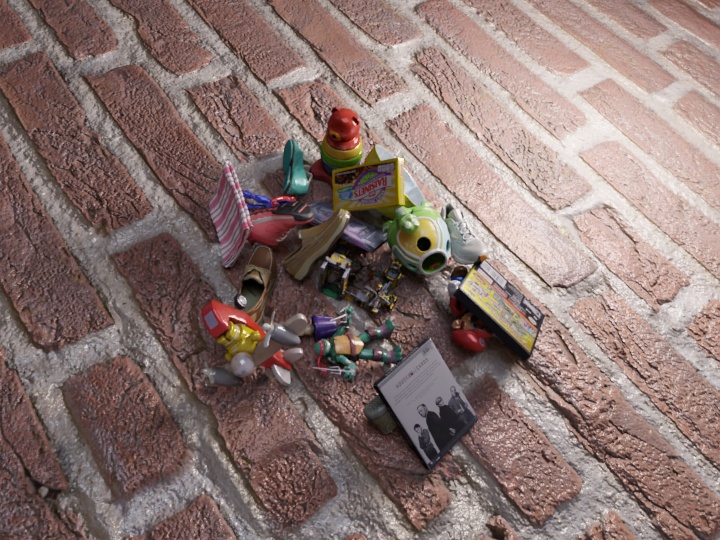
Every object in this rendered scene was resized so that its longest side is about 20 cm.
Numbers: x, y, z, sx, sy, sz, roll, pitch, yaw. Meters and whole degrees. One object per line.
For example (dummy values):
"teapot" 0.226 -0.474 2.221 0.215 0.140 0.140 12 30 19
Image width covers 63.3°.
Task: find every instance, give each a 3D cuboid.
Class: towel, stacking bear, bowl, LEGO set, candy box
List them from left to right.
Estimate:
"towel" -0.295 -0.126 1.297 0.030 0.146 0.200 -2 55 -34
"stacking bear" -0.046 -0.303 1.412 0.121 0.200 0.114 35 60 14
"LEGO set" 0.000 0.000 1.275 0.200 0.116 0.154 32 59 12
"candy box" 0.015 -0.187 1.308 0.026 0.199 0.103 -5 92 -47
"bowl" 0.061 -0.190 1.398 0.108 0.200 0.201 -37 61 20

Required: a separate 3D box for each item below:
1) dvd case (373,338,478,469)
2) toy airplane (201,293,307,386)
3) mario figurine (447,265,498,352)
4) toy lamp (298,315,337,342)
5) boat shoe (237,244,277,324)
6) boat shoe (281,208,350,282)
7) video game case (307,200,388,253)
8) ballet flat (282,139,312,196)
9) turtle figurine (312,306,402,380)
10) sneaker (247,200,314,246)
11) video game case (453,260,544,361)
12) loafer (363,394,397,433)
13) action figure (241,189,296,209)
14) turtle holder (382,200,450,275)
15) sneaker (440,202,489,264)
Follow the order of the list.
"dvd case" 0.130 0.256 1.129 0.150 0.025 0.200 -36 101 -26
"toy airplane" -0.203 0.156 1.100 0.198 0.201 0.141 7 30 1
"mario figurine" 0.251 0.081 1.266 0.123 0.106 0.201 -1 54 3
"toy lamp" -0.148 0.130 1.210 0.199 0.058 0.058 -10 60 -12
"boat shoe" -0.222 0.027 1.253 0.075 0.074 0.201 8 57 -3
"boat shoe" -0.102 -0.064 1.256 0.076 0.200 0.072 37 22 -9
"video game case" -0.037 -0.105 1.348 0.199 0.019 0.143 27 23 10
"ballet flat" -0.155 -0.247 1.442 0.070 0.067 0.201 17 41 -22
"turtle figurine" -0.019 0.150 1.190 0.199 0.101 0.150 0 73 -27
"sneaker" -0.181 -0.099 1.296 0.199 0.087 0.074 -3 26 30
"video game case" 0.303 0.076 1.257 0.200 0.026 0.181 44 35 2
"loafer" 0.095 0.254 1.167 0.200 0.075 0.070 -29 102 -27
"action figure" -0.222 -0.144 1.355 0.199 0.066 0.099 7 24 -4
"turtle holder" 0.137 -0.075 1.297 0.140 0.186 0.132 -14 51 -15
"sneaker" 0.228 -0.087 1.338 0.075 0.092 0.200 -19 33 -11
